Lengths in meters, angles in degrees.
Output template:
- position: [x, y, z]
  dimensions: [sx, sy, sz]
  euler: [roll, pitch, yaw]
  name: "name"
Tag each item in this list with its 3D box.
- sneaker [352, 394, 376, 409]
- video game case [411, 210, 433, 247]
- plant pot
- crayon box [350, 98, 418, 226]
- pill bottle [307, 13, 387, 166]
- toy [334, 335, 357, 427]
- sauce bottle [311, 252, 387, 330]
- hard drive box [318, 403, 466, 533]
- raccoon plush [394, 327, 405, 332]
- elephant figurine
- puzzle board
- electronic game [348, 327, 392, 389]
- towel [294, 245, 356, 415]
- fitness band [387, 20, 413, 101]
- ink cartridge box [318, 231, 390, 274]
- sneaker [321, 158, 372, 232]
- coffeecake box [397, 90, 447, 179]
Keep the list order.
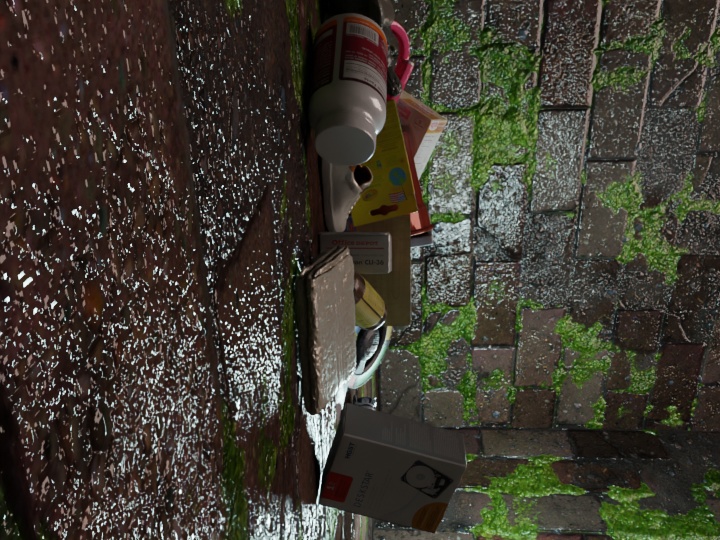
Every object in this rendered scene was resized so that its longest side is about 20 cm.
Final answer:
- position: [0.009, 0.355, 1.752]
  dimensions: [0.201, 0.069, 0.110]
  euler: [97, 1, -57]
  name: "sneaker"
- position: [0.056, -0.079, 1.486]
  dimensions: [0.182, 0.197, 0.024]
  euler: [-81, 162, -69]
  name: "video game case"
- position: [0.034, -0.167, 1.357]
  dimensions: [0.201, 0.198, 0.198]
  euler: [-67, 149, -81]
  name: "plant pot"
- position: [0.024, -0.192, 1.234]
  dimensions: [0.051, 0.125, 0.203]
  euler: [-71, 149, -80]
  name: "crayon box"
- position: [-0.018, -0.255, 0.975]
  dimensions: [0.113, 0.111, 0.203]
  euler: [84, 8, -60]
  name: "pill bottle"
- position: [-0.042, 0.147, 1.105]
  dimensions: [0.200, 0.046, 0.117]
  euler: [-64, 153, -68]
  name: "toy"
- position: [-0.017, 0.031, 1.070]
  dimensions: [0.200, 0.064, 0.066]
  euler: [51, 35, -56]
  name: "sauce bottle"
- position: [0.048, 0.315, 1.088]
  dimensions: [0.077, 0.197, 0.158]
  euler: [-83, -171, -61]
  name: "hard drive box"
- position: [0.028, 0.036, 1.535]
  dimensions: [0.201, 0.096, 0.135]
  euler: [54, 27, -26]
  name: "raccoon plush"
- position: [0.008, -0.419, 1.153]
  dimensions: [0.142, 0.153, 0.203]
  euler: [124, -36, -55]
  name: "elephant figurine"
- position: [0.018, 0.000, 1.257]
  dimensions: [0.017, 0.148, 0.203]
  euler: [64, 26, -86]
  name: "puzzle board"
- position: [0.012, 0.149, 1.421]
  dimensions: [0.200, 0.041, 0.202]
  euler: [-41, 142, -43]
  name: "electronic game"
- position: [-0.045, 0.077, 0.916]
  dimensions: [0.132, 0.034, 0.203]
  euler: [-38, 131, -60]
  name: "towel"
- position: [0.026, -0.377, 1.308]
  dimensions: [0.037, 0.143, 0.202]
  euler: [35, -78, 46]
  name: "fitness band"
- position: [-0.006, -0.029, 1.144]
  dimensions: [0.200, 0.115, 0.069]
  euler: [-2, 92, -86]
  name: "ink cartridge box"
- position: [-0.021, -0.128, 1.164]
  dimensions: [0.201, 0.083, 0.074]
  euler: [90, 1, -56]
  name: "sneaker"
- position: [0.070, -0.270, 1.464]
  dimensions: [0.073, 0.153, 0.202]
  euler: [-16, 139, -52]
  name: "coffeecake box"
